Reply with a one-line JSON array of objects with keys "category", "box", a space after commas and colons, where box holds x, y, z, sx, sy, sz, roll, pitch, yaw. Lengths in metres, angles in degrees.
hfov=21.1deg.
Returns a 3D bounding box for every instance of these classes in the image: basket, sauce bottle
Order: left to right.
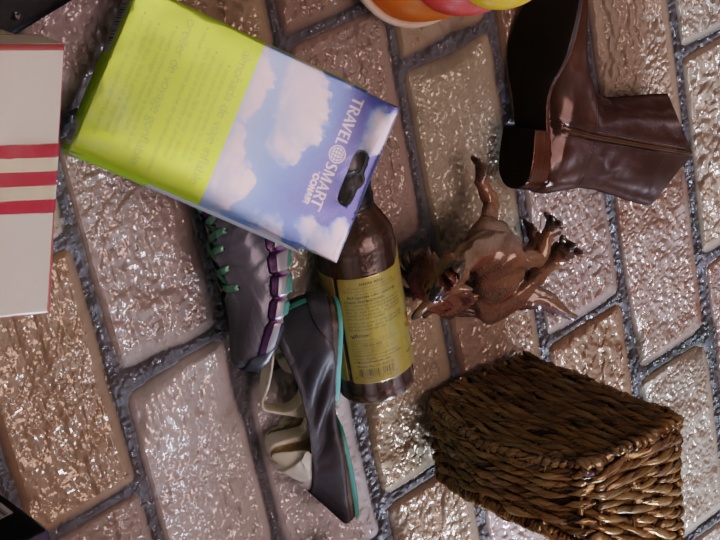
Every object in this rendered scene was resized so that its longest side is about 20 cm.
[{"category": "sauce bottle", "box": [0.000, 0.000, 1.453, 0.064, 0.064, 0.202, -25, 120, -32]}, {"category": "basket", "box": [0.150, 0.176, 1.547, 0.142, 0.199, 0.150, -22, 118, -34]}]

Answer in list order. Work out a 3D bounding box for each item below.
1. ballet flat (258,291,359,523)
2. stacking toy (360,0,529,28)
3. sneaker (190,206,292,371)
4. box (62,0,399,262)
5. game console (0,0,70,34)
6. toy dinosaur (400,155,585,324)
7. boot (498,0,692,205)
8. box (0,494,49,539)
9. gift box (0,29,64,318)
[{"category": "ballet flat", "box": [-0.042, 0.108, 1.460, 0.073, 0.073, 0.202, -25, 125, -32]}, {"category": "stacking toy", "box": [0.095, -0.232, 1.365, 0.145, 0.199, 0.148, -14, 113, -37]}, {"category": "sneaker", "box": [-0.095, -0.030, 1.374, 0.087, 0.074, 0.202, 4, 96, -22]}, {"category": "box", "box": [-0.087, -0.098, 1.308, 0.199, 0.048, 0.123, 23, 89, -17]}, {"category": "game console", "box": [-0.198, -0.262, 1.227, 0.199, 0.031, 0.178, -36, 129, -25]}, {"category": "toy dinosaur", "box": [0.098, 0.007, 1.530, 0.136, 0.086, 0.200, -52, 143, -6]}, {"category": "boot", "box": [0.206, -0.148, 1.582, 0.199, 0.064, 0.188, 2, 108, -41]}, {"category": "box", "box": [-0.295, 0.260, 1.283, 0.199, 0.079, 0.142, -26, 122, -32]}, {"category": "gift box", "box": [-0.288, -0.054, 1.110, 0.199, 0.186, 0.187, -12, 112, -38]}]
